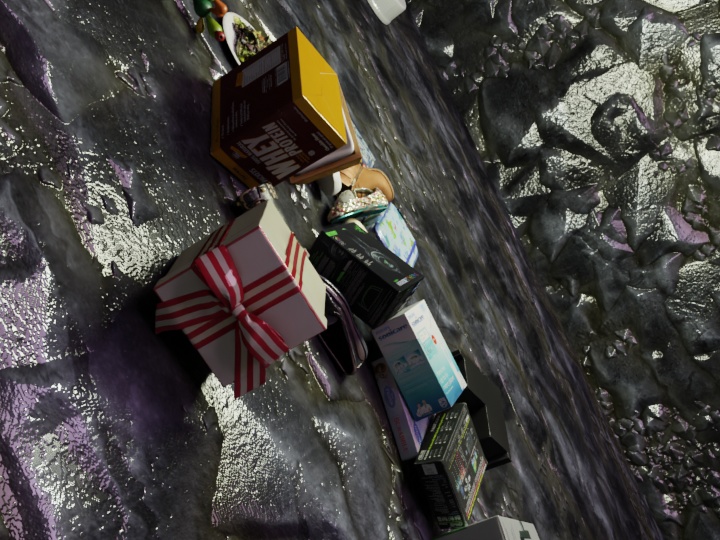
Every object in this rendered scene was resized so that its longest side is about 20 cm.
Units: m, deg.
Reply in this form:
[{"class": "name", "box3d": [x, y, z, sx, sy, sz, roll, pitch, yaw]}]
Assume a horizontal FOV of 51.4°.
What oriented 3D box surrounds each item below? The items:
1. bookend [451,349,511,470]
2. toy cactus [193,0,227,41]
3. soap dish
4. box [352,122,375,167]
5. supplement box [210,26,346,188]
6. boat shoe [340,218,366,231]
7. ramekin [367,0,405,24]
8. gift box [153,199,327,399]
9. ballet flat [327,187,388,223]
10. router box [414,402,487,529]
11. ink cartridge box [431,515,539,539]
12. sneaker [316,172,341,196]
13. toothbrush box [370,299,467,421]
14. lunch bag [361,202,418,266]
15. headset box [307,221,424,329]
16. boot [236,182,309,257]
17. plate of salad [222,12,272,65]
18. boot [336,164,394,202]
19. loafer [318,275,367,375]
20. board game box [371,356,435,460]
[{"class": "bookend", "box3d": [0.249, 0.324, 1.719, 0.199, 0.092, 0.201, 44, 31, -37]}, {"class": "toy cactus", "box3d": [-0.323, -0.525, 1.397, 0.200, 0.102, 0.165, 47, 8, -30]}, {"class": "soap dish", "box3d": [-0.091, -0.284, 1.552, 0.081, 0.156, 0.201, 54, 18, -67]}, {"class": "box", "box3d": [-0.038, -0.326, 1.855, 0.201, 0.040, 0.137, 56, 22, -18]}, {"class": "supplement box", "box3d": [-0.150, -0.283, 1.341, 0.133, 0.199, 0.198, 41, 31, -44]}, {"class": "boat shoe", "box3d": [0.018, -0.016, 1.609, 0.200, 0.073, 0.069, 48, 31, -18]}, {"class": "ramekin", "box3d": [0.091, -1.054, 2.859, 0.201, 0.097, 0.201, 49, 26, -34]}, {"class": "gift box", "box3d": [-0.160, 0.041, 1.005, 0.185, 0.199, 0.187, 53, 9, -16]}, {"class": "ballet flat", "box3d": [-0.014, -0.146, 1.642, 0.199, 0.075, 0.064, -17, 84, -54]}, {"class": "router box", "box3d": [0.180, 0.375, 1.454, 0.151, 0.062, 0.200, 68, 27, -15]}, {"class": "ink cartridge box", "box3d": [0.245, 0.531, 1.413, 0.200, 0.146, 0.084, 35, 34, -52]}, {"class": "sneaker", "box3d": [-0.056, -0.259, 1.647, 0.115, 0.074, 0.201, -8, 70, -38]}, {"class": "toothbrush box", "box3d": [0.119, 0.175, 1.489, 0.201, 0.085, 0.146, 63, 22, 3]}, {"class": "lunch bag", "box3d": [0.066, -0.056, 1.741, 0.162, 0.082, 0.200, 61, 23, -14]}, {"class": "headset box", "box3d": [0.000, 0.000, 1.428, 0.200, 0.093, 0.174, 38, 19, 12]}, {"class": "boot", "box3d": [-0.159, -0.064, 1.252, 0.152, 0.073, 0.200, 64, 18, -3]}, {"class": "plate of salad", "box3d": [-0.219, -0.460, 1.586, 0.200, 0.048, 0.201, 47, 27, -34]}, {"class": "boot", "box3d": [-0.002, -0.190, 1.748, 0.200, 0.073, 0.155, 41, 34, -24]}, {"class": "loafer", "box3d": [-0.050, 0.097, 1.331, 0.201, 0.071, 0.063, 59, 26, -20]}, {"class": "board game box", "box3d": [0.110, 0.279, 1.523, 0.199, 0.041, 0.201, 20, 48, -60]}]
